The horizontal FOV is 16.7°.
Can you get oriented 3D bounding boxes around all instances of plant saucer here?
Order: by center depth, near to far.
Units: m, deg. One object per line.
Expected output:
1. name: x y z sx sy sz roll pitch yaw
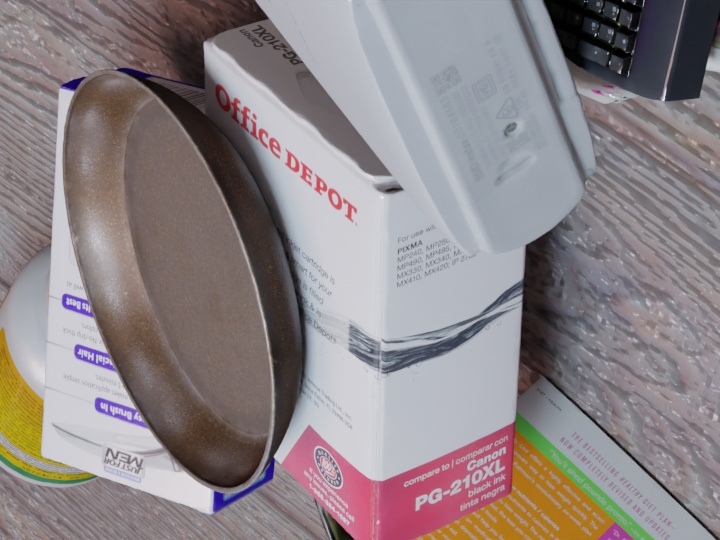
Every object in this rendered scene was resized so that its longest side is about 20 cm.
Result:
1. plant saucer: -0.078 0.002 1.115 0.200 0.032 0.200 40 140 46

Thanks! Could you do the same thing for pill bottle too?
1. pill bottle: -0.154 0.044 1.399 0.113 0.113 0.200 48 151 4

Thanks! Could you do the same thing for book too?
1. book: 0.064 0.159 1.132 0.134 0.200 0.048 41 149 17

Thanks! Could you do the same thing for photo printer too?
1. photo printer: -0.005 -0.119 0.876 0.200 0.069 0.166 54 175 38

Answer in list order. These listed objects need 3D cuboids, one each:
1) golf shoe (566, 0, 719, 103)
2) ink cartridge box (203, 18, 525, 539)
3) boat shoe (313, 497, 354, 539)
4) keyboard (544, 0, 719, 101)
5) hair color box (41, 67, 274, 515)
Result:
1. golf shoe: 0.104 -0.102 0.912 0.200 0.073 0.092 29 151 49
2. ink cartridge box: 0.000 0.000 1.097 0.145 0.084 0.200 41 142 42
3. boat shoe: -0.009 0.071 1.273 0.073 0.065 0.200 18 137 47
4. keyboard: 0.115 -0.151 0.796 0.127 0.021 0.200 26 117 38
5. hair color box: -0.096 0.009 1.227 0.109 0.065 0.200 16 110 28
